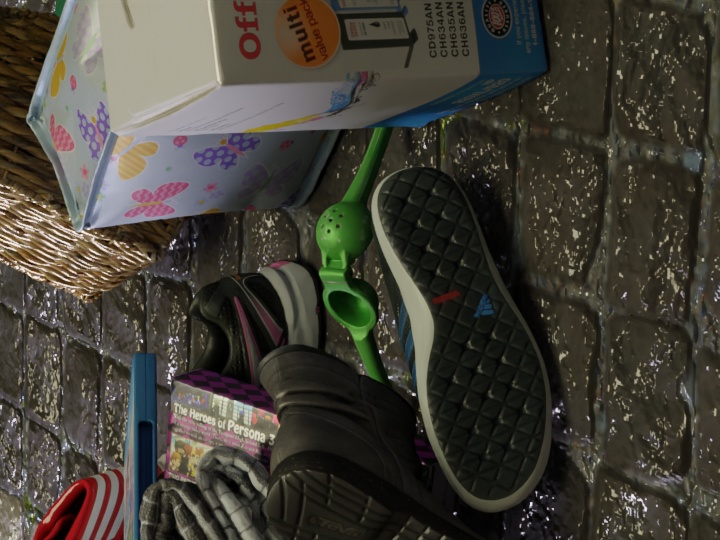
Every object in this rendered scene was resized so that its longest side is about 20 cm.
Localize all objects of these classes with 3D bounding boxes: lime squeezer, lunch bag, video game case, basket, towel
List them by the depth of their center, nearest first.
[{"bbox_3d":[-0.053,0.199,1.310,0.200,0.086,0.166,60,174,5],"label":"towel"},{"bbox_3d":[0.000,0.000,1.366,0.038,0.071,0.200,-1,96,21],"label":"lime squeezer"},{"bbox_3d":[-0.093,-0.125,1.415,0.127,0.169,0.200,62,143,32],"label":"lunch bag"},{"bbox_3d":[-0.037,0.171,1.418,0.200,0.036,0.182,15,110,33],"label":"video game case"},{"bbox_3d":[-0.145,0.175,1.525,0.143,0.018,0.200,102,168,-55],"label":"video game case"},{"bbox_3d":[-0.222,-0.089,1.622,0.149,0.200,0.143,-26,42,61],"label":"basket"}]

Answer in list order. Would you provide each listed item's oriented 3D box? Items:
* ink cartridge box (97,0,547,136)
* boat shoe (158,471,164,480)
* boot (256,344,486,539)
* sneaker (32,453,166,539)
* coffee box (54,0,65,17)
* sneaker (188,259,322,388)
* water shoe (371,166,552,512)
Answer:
[{"bbox_3d":[-0.028,-0.158,1.261,0.145,0.200,0.147,-16,80,61],"label":"ink cartridge box"},{"bbox_3d":[-0.135,0.235,1.643,0.065,0.073,0.200,46,131,52],"label":"boat shoe"},{"bbox_3d":[0.029,0.123,1.282,0.070,0.200,0.132,-40,26,21],"label":"boot"},{"bbox_3d":[-0.190,0.231,1.700,0.078,0.115,0.200,32,121,55],"label":"sneaker"},{"bbox_3d":[-0.176,-0.205,1.684,0.123,0.044,0.200,53,137,44],"label":"coffee box"},{"bbox_3d":[-0.076,0.095,1.504,0.080,0.086,0.200,-1,94,63],"label":"sneaker"},{"bbox_3d":[0.058,0.040,1.295,0.079,0.071,0.200,89,167,-74],"label":"water shoe"}]
